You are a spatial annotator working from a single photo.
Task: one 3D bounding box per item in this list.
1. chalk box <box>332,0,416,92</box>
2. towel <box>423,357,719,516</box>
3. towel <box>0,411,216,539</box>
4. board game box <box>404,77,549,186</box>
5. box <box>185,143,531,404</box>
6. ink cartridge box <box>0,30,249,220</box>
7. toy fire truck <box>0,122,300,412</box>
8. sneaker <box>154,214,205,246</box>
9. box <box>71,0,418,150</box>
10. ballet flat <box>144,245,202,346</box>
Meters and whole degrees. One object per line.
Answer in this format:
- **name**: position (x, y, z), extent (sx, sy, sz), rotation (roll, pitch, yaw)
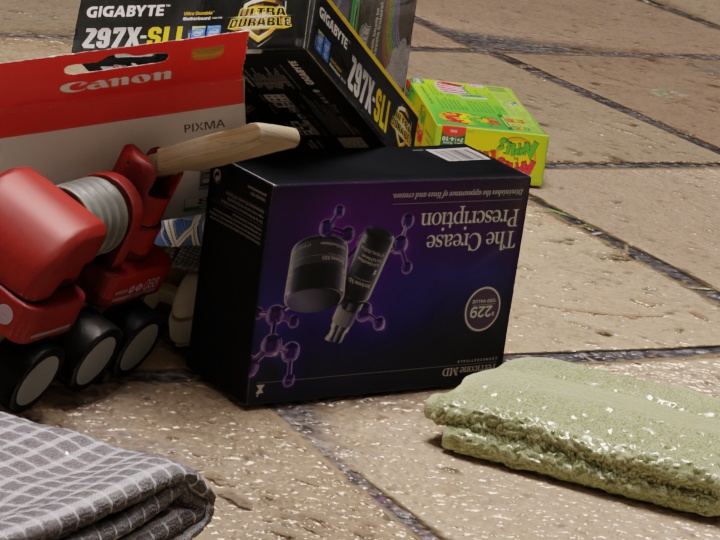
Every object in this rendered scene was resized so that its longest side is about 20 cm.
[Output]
- **chalk box**: position (-0.043, -0.220, 2.265), extent (0.123, 0.125, 0.200), rotation (14, 16, 21)
- **towel**: position (0.151, 0.094, 1.415), extent (0.199, 0.037, 0.148), rotation (15, 18, 23)
- **towel**: position (-0.182, 0.122, 1.067), extent (0.165, 0.086, 0.200), rotation (14, 17, 25)
- **board game box**: position (0.101, -0.128, 2.148), extent (0.101, 0.048, 0.200), rotation (5, 16, -8)
- **box**: position (0.000, 0.000, 1.479), extent (0.199, 0.142, 0.079), rotation (-4, 22, -35)
- **ink cartridge box**: position (-0.145, -0.077, 1.433), extent (0.160, 0.050, 0.200), rotation (-9, -15, -10)
- **toy fire truck**: position (-0.145, -0.026, 1.363), extent (0.128, 0.201, 0.176), rotation (36, 21, 17)
- **sneaker**: position (-0.088, -0.024, 1.611), extent (0.075, 0.078, 0.200), rotation (-6, 15, -33)
- **box**: position (-0.068, -0.117, 1.501), extent (0.159, 0.050, 0.200), rotation (2, -19, 22)
- **ballet flat**: position (-0.128, 0.017, 1.525), extent (0.199, 0.073, 0.072), rotation (10, 16, 8)
